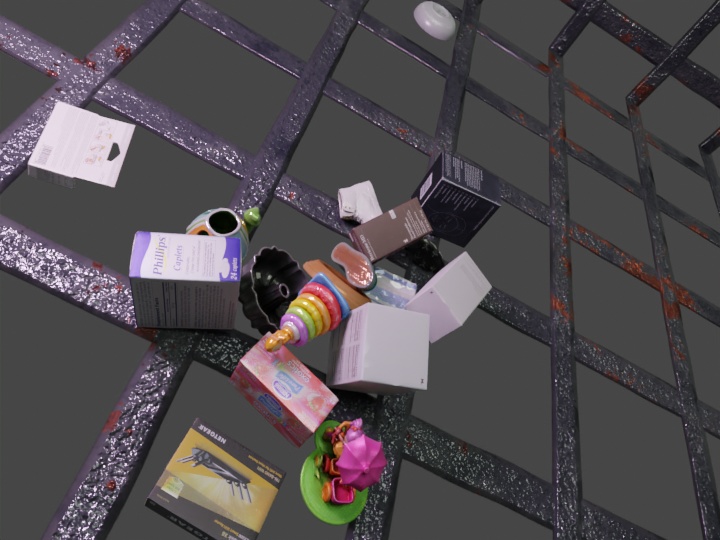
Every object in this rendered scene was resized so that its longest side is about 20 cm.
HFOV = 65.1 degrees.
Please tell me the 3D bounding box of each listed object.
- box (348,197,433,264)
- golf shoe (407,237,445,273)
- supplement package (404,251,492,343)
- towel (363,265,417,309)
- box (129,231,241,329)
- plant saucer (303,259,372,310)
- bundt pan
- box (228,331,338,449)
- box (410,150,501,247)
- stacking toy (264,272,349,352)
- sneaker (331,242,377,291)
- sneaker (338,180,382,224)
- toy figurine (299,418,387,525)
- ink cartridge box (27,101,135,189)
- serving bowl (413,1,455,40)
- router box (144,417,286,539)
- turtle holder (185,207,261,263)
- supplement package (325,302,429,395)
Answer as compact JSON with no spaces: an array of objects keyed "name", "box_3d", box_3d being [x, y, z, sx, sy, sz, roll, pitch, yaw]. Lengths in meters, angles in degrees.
[{"name":"box","box_3d":[0.077,-0.097,1.448,0.196,0.075,0.102,-28,87,-14]},{"name":"golf shoe","box_3d":[0.161,-0.080,1.557,0.199,0.078,0.095,41,33,-11]},{"name":"supplement package","box_3d":[0.226,0.067,1.442,0.122,0.119,0.199,52,44,1]},{"name":"towel","box_3d":[0.072,0.088,1.419,0.144,0.024,0.204,24,49,-13]},{"name":"box","box_3d":[-0.336,0.024,1.097,0.194,0.186,0.107,3,55,-16]},{"name":"plant saucer","box_3d":[-0.044,0.037,1.292,0.198,0.038,0.200,39,3,-2]},{"name":"bundt pan","box_3d":[-0.190,0.056,1.217,0.201,0.074,0.207,39,39,-41]},{"name":"box","box_3d":[-0.154,0.239,1.124,0.199,0.103,0.095,43,47,3]},{"name":"box","box_3d":[0.268,-0.199,1.619,0.192,0.201,0.126,22,48,-14]},{"name":"stacking toy","box_3d":[-0.121,0.106,1.131,0.111,0.116,0.199,50,43,1]},{"name":"sneaker","box_3d":[0.000,0.000,1.356,0.080,0.072,0.200,39,5,-35]},{"name":"sneaker","box_3d":[0.002,-0.137,1.519,0.112,0.074,0.205,-15,71,-19]},{"name":"toy figurine","box_3d":[-0.018,0.351,1.067,0.146,0.185,0.205,12,51,-22]},{"name":"ink cartridge box","box_3d":[-0.615,-0.270,1.259,0.171,0.045,0.205,15,52,-19]},{"name":"serving bowl","box_3d":[0.322,-1.060,2.365,0.195,0.066,0.205,16,52,-21]},{"name":"router box","box_3d":[-0.251,0.384,0.995,0.197,0.052,0.159,32,48,-6]},{"name":"turtle holder","box_3d":[-0.297,-0.067,1.240,0.181,0.132,0.144,-3,58,-31]},{"name":"supplement package","box_3d":[0.034,0.173,1.189,0.148,0.199,0.156,12,71,-21]}]
